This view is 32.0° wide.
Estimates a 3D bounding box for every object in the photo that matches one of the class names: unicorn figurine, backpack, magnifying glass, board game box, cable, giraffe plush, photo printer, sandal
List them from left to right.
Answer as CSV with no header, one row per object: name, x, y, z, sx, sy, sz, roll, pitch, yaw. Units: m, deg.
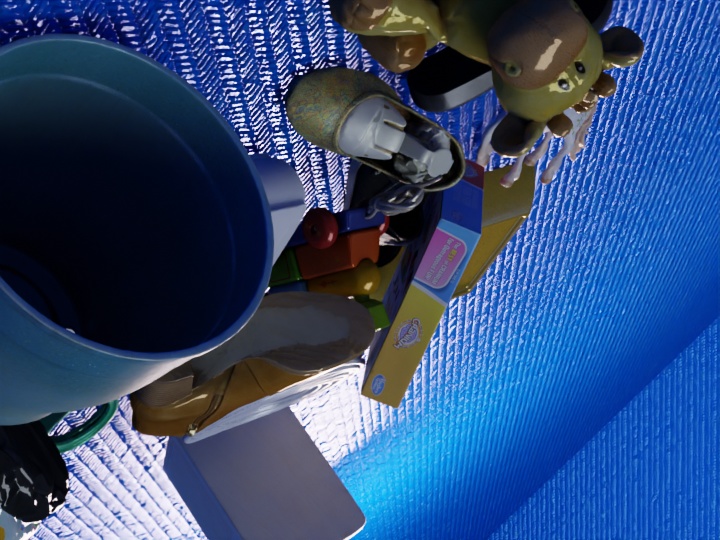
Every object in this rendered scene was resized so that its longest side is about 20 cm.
backpack,-0.336,0.195,0.979,0.199,0.127,0.167,-33,163,-4
magnifying glass,-0.230,0.099,1.103,0.079,0.022,0.201,-15,149,-47
photo printer,-0.152,-0.007,0.941,0.199,0.070,0.167,-14,149,-48
cable,-0.091,0.099,1.200,0.199,0.070,0.200,-25,171,20
board game box,0.060,0.008,1.197,0.153,0.040,0.201,-77,-171,-61
giraffe plush,0.100,-0.172,0.885,0.173,0.163,0.199,-48,157,24
sandal,0.127,-0.195,1.025,0.199,0.076,0.043,-34,133,-15
unicorn figurine,0.175,-0.146,1.218,0.200,0.074,0.138,-34,155,-56

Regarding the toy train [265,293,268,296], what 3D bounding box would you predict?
toy train,-0.125,0.051,1.161,0.199,0.034,0.046,-11,150,-51

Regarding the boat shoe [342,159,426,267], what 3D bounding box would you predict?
boat shoe,0.024,-0.046,1.164,0.072,0.068,0.200,-33,161,-17

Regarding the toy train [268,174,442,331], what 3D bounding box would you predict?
toy train,0.000,0.000,1.043,0.199,0.117,0.084,-13,180,41

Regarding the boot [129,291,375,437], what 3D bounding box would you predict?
boot,-0.094,0.082,1.042,0.199,0.071,0.144,-12,159,-15

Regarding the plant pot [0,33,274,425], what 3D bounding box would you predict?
plant pot,-0.183,-0.002,0.747,0.199,0.201,0.188,-16,164,-45

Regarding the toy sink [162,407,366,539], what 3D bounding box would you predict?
toy sink,-0.107,0.245,1.362,0.130,0.200,0.112,-27,157,-29

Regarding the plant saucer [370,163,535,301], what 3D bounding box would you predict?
plant saucer,0.096,-0.021,1.363,0.199,0.049,0.201,-18,151,-43

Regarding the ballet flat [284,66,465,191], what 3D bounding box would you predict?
ballet flat,0.022,-0.106,0.988,0.071,0.071,0.199,-45,148,18
